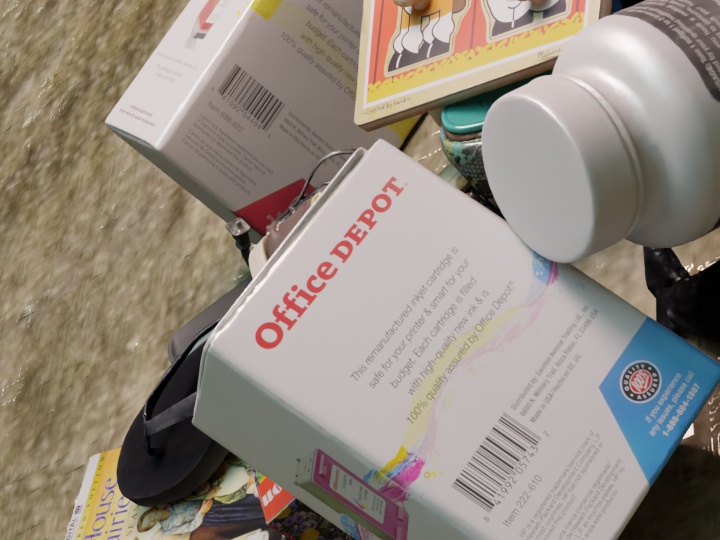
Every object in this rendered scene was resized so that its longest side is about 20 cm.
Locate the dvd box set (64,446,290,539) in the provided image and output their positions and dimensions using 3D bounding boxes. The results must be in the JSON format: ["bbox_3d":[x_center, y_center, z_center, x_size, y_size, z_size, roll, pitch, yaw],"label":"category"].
[{"bbox_3d":[-0.102,0.157,1.232,0.199,0.029,0.147,-17,47,40],"label":"dvd box set"}]

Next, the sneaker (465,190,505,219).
[{"bbox_3d":[0.062,0.050,1.113,0.082,0.078,0.201,-44,27,26],"label":"sneaker"}]

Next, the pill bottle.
[{"bbox_3d":[0.159,-0.077,0.990,0.199,0.111,0.110,-24,24,-27],"label":"pill bottle"}]

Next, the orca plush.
[{"bbox_3d":[0.203,-0.013,0.994,0.199,0.071,0.106,5,63,51],"label":"orca plush"}]

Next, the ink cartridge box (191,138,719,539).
[{"bbox_3d":[0.042,0.057,0.979,0.145,0.199,0.085,-51,-9,-29],"label":"ink cartridge box"}]

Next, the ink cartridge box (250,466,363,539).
[{"bbox_3d":[-0.003,0.115,1.082,0.050,0.109,0.200,-44,35,17],"label":"ink cartridge box"}]

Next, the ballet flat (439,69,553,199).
[{"bbox_3d":[0.142,-0.088,1.134,0.199,0.074,0.075,-16,44,16],"label":"ballet flat"}]

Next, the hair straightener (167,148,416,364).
[{"bbox_3d":[-0.044,-0.006,1.273,0.200,0.077,0.041,-39,34,18],"label":"hair straightener"}]

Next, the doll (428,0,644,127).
[{"bbox_3d":[0.117,-0.138,1.185,0.200,0.049,0.136,-29,-2,42],"label":"doll"}]

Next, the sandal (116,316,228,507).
[{"bbox_3d":[-0.081,0.056,1.211,0.200,0.043,0.076,-46,40,24],"label":"sandal"}]

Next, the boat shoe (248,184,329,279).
[{"bbox_3d":[0.000,0.034,1.080,0.060,0.072,0.200,-49,39,20],"label":"boat shoe"}]

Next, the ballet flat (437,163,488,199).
[{"bbox_3d":[0.000,0.000,1.220,0.200,0.066,0.057,-44,67,15],"label":"ballet flat"}]

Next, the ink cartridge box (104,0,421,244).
[{"bbox_3d":[-0.038,-0.125,1.317,0.201,0.145,0.083,-55,32,-6],"label":"ink cartridge box"}]

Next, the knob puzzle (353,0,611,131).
[{"bbox_3d":[0.063,-0.192,1.146,0.219,0.030,0.221,-24,55,40],"label":"knob puzzle"}]
